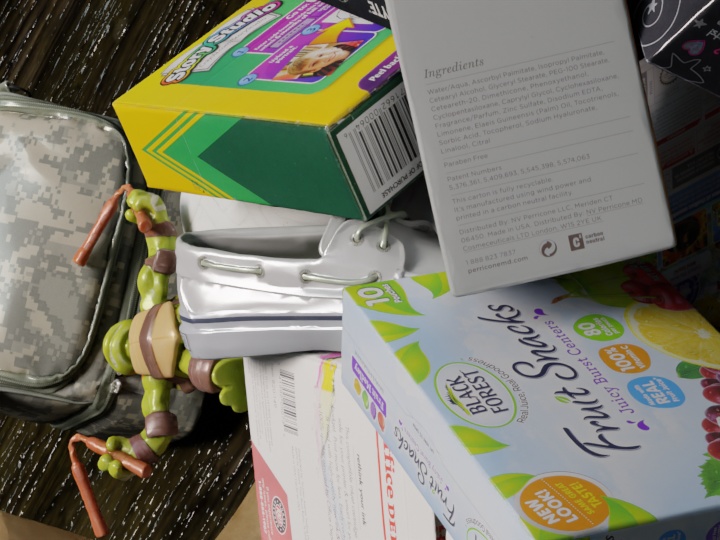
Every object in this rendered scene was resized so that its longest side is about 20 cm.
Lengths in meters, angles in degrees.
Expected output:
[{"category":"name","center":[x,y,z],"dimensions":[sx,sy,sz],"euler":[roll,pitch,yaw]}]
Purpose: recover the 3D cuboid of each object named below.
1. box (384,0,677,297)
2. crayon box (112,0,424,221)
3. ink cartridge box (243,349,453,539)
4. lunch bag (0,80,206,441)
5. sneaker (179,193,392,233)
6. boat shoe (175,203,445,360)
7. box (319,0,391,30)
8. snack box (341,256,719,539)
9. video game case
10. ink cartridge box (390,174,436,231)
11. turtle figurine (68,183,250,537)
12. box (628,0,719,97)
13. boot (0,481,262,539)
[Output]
[{"category":"box","center":[0.063,-0.105,0.968],"dimensions":[0.124,0.097,0.200],"euler":[-83,-20,-78]},{"category":"crayon box","center":[0.002,-0.109,1.154],"dimensions":[0.200,0.058,0.172],"euler":[-40,30,-30]},{"category":"ink cartridge box","center":[0.021,0.095,1.094],"dimensions":[0.200,0.067,0.117],"euler":[14,112,59]},{"category":"lunch bag","center":[-0.172,0.001,1.369],"dimensions":[0.139,0.168,0.200],"euler":[159,124,-70]},{"category":"sneaker","center":[-0.040,-0.027,1.229],"dimensions":[0.200,0.076,0.081],"euler":[7,91,64]},{"category":"boat shoe","center":[0.000,0.000,1.090],"dimensions":[0.074,0.200,0.067],"euler":[-55,-45,-68]},{"category":"box","center":[0.074,-0.193,1.126],"dimensions":[0.200,0.046,0.159],"euler":[-33,28,-15]},{"category":"snack box","center":[0.091,0.063,0.931],"dimensions":[0.200,0.142,0.053],"euler":[-129,34,-54]},{"category":"video game case","center":[0.145,-0.015,1.047],"dimensions":[0.143,0.018,0.200],"euler":[-30,49,47]},{"category":"ink cartridge box","center":[0.004,-0.035,1.259],"dimensions":[0.196,0.043,0.200],"euler":[-59,34,19]},{"category":"turtle figurine","center":[-0.100,0.048,1.240],"dimensions":[0.161,0.064,0.200],"euler":[-8,75,56]},{"category":"box","center":[0.180,-0.167,0.967],"dimensions":[0.115,0.132,0.200],"euler":[-45,38,34]},{"category":"boot","center":[-0.116,0.154,1.181],"dimensions":[0.066,0.200,0.175],"euler":[9,81,57]}]
